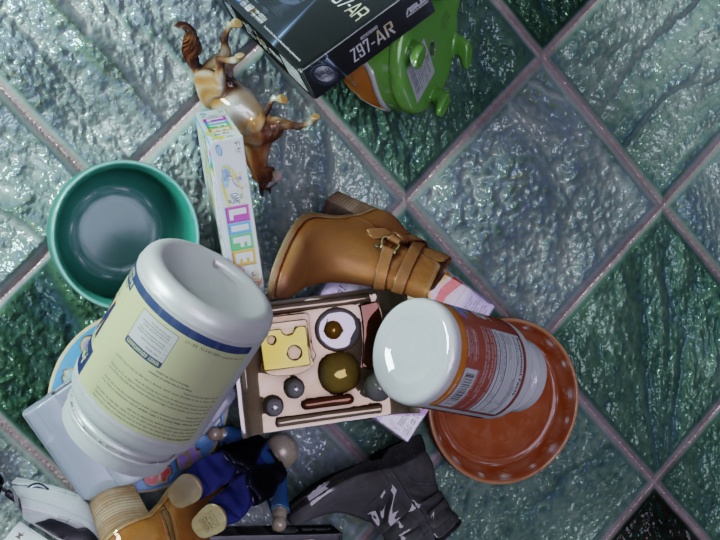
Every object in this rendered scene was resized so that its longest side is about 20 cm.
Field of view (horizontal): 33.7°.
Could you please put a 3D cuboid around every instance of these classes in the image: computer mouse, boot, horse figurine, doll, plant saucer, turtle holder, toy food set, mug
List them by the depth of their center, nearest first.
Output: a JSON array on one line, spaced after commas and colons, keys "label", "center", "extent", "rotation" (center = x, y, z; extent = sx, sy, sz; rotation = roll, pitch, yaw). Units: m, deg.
[{"label": "mug", "center": [-0.246, -0.024, 1.256], "extent": [0.151, 0.114, 0.186], "rotation": [-26, 102, -15]}, {"label": "computer mouse", "center": [-0.334, 0.241, 1.258], "extent": [0.200, 0.110, 0.044], "rotation": [40, 87, -25]}, {"label": "boot", "center": [0.000, 0.000, 1.260], "extent": [0.154, 0.200, 0.077], "rotation": [29, 122, 11]}, {"label": "boot", "center": [-0.178, 0.294, 1.262], "extent": [0.199, 0.074, 0.155], "rotation": [-8, 52, -38]}, {"label": "doll", "center": [-0.124, 0.226, 1.288], "extent": [0.048, 0.200, 0.137], "rotation": [-43, 83, 25]}, {"label": "horse figurine", "center": [-0.130, -0.188, 1.293], "extent": [0.200, 0.132, 0.050], "rotation": [47, 54, -8]}, {"label": "toy food set", "center": [-0.040, 0.098, 1.303], "extent": [0.198, 0.060, 0.145], "rotation": [-7, 88, -8]}, {"label": "turtle holder", "center": [0.042, -0.269, 1.322], "extent": [0.141, 0.131, 0.187], "rotation": [16, 86, -62]}, {"label": "boot", "center": [0.019, 0.281, 1.357], "extent": [0.199, 0.070, 0.133], "rotation": [-21, 84, -24]}, {"label": "plant saucer", "center": [0.170, 0.157, 1.446], "extent": [0.198, 0.032, 0.203], "rotation": [-1, 93, -18]}]

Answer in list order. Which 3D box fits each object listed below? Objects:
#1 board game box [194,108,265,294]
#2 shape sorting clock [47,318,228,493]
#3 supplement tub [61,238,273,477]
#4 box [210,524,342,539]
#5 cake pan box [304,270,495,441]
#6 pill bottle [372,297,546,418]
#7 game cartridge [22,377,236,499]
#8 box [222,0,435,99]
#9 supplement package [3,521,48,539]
[{"label": "board game box", "center": [-0.136, -0.057, 1.252], "extent": [0.034, 0.135, 0.202], "rotation": [-10, 112, -11]}, {"label": "shape sorting clock", "center": [-0.242, 0.144, 1.306], "extent": [0.198, 0.039, 0.202], "rotation": [-1, 94, -18]}, {"label": "supplement tub", "center": [-0.192, 0.086, 1.161], "extent": [0.144, 0.145, 0.201], "rotation": [29, 110, -17]}, {"label": "box", "center": [-0.124, 0.375, 1.355], "extent": [0.198, 0.044, 0.162], "rotation": [4, 92, -19]}, {"label": "cake pan box", "center": [0.027, 0.070, 1.370], "extent": [0.184, 0.052, 0.201], "rotation": [36, 83, -4]}, {"label": "pill bottle", "center": [0.114, 0.100, 1.281], "extent": [0.199, 0.112, 0.113], "rotation": [17, 88, -48]}, {"label": "game cartridge", "center": [-0.239, 0.148, 1.269], "extent": [0.199, 0.041, 0.134], "rotation": [-35, 106, -7]}, {"label": "box", "center": [-0.040, -0.287, 1.263], "extent": [0.160, 0.200, 0.044], "rotation": [-36, 139, -5]}, {"label": "supplement package", "center": [-0.313, 0.384, 1.192], "extent": [0.199, 0.156, 0.111], "rotation": [31, 126, 2]}]
